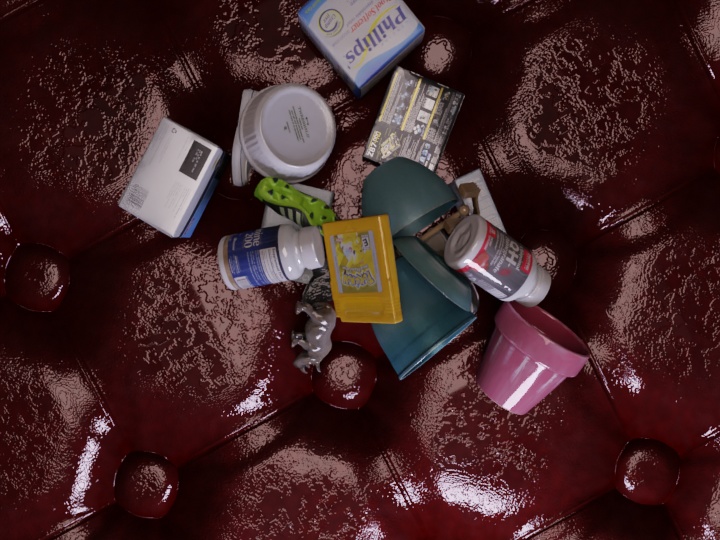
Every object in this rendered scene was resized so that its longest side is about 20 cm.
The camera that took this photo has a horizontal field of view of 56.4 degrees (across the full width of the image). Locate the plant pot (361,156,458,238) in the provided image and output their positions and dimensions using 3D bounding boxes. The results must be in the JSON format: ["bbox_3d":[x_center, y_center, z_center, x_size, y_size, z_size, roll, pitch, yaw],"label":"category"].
[{"bbox_3d":[0.077,-0.144,1.338,0.198,0.200,0.136,-32,84,1],"label":"plant pot"}]

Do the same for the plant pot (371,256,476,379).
[{"bbox_3d":[0.101,0.083,1.359,0.199,0.200,0.189,-39,79,1],"label":"plant pot"}]

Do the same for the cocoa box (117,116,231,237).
[{"bbox_3d":[-0.374,-0.185,1.370,0.132,0.131,0.203,28,92,-1],"label":"cocoa box"}]

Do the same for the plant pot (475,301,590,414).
[{"bbox_3d":[0.333,0.182,1.366,0.198,0.200,0.181,31,107,-1],"label":"plant pot"}]

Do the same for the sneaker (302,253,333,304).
[{"bbox_3d":[-0.034,0.012,1.408,0.196,0.060,0.106,-15,101,-13],"label":"sneaker"}]

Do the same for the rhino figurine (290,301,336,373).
[{"bbox_3d":[-0.100,0.143,1.390,0.085,0.060,0.203,6,126,-8],"label":"rhino figurine"}]

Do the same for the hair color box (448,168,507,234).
[{"bbox_3d":[0.251,-0.101,1.390,0.060,0.099,0.203,-23,92,0],"label":"hair color box"}]

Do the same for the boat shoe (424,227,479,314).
[{"bbox_3d":[0.194,0.002,1.424,0.066,0.057,0.203,-24,88,36],"label":"boat shoe"}]

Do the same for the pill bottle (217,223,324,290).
[{"bbox_3d":[-0.176,-0.031,1.345,0.196,0.111,0.113,-10,92,11],"label":"pill bottle"}]

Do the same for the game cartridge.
[{"bbox_3d":[0.000,0.000,1.301,0.032,0.174,0.205,-11,95,-42],"label":"game cartridge"}]

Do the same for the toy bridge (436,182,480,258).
[{"bbox_3d":[0.197,-0.089,1.319,0.066,0.202,0.027,-11,50,-24],"label":"toy bridge"}]

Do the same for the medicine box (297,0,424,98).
[{"bbox_3d":[0.002,-0.495,1.373,0.182,0.103,0.201,-41,91,2],"label":"medicine box"}]

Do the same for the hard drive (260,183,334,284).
[{"bbox_3d":[-0.142,-0.081,1.424,0.137,0.033,0.204,12,93,-1],"label":"hard drive"}]

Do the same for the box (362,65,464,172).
[{"bbox_3d":[0.109,-0.301,1.408,0.158,0.049,0.204,20,93,-3],"label":"box"}]

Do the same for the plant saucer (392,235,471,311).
[{"bbox_3d":[0.144,-0.004,1.270,0.199,0.200,0.036,42,99,-2],"label":"plant saucer"}]

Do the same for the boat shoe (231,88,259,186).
[{"bbox_3d":[-0.224,-0.275,1.396,0.065,0.074,0.205,7,92,0],"label":"boat shoe"}]

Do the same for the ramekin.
[{"bbox_3d":[-0.140,-0.281,1.353,0.198,0.094,0.207,0,90,-22],"label":"ramekin"}]

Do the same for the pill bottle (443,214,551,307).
[{"bbox_3d":[0.265,-0.011,1.279,0.198,0.111,0.112,30,92,-21],"label":"pill bottle"}]

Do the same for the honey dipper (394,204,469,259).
[{"bbox_3d":[0.142,-0.077,1.376,0.199,0.038,0.038,-36,92,31],"label":"honey dipper"}]

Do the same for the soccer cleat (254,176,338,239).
[{"bbox_3d":[-0.127,-0.126,1.376,0.198,0.081,0.068,33,70,-22],"label":"soccer cleat"}]
